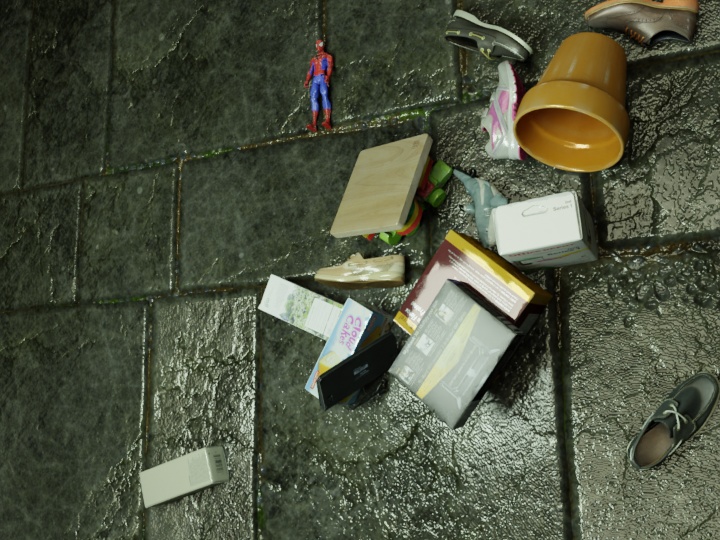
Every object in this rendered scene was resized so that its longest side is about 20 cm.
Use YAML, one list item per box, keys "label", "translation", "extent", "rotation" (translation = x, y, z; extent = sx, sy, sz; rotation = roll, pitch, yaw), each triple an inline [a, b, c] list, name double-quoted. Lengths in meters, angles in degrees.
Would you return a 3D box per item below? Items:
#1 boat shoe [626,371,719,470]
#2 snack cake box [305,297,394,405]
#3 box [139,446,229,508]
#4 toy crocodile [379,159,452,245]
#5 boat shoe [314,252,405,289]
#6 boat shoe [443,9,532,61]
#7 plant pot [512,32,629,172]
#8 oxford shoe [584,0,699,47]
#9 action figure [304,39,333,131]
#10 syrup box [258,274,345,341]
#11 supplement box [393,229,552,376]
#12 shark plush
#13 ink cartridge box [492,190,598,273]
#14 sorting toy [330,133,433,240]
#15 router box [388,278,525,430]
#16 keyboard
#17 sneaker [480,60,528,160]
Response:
- label: "boat shoe"
  translation: [0.520, 0.252, 1.195]
  extent: [0.072, 0.067, 0.201]
  rotation: [44, 100, 26]
- label: "snack cake box"
  translation: [-0.019, 0.165, 1.447]
  extent: [0.066, 0.114, 0.204]
  rotation: [28, 95, 29]
- label: "box"
  translation: [-0.393, 0.459, 1.608]
  extent: [0.197, 0.068, 0.084]
  rotation: [-23, 72, 22]
- label: "toy crocodile"
  translation: [0.111, -0.137, 1.462]
  extent: [0.201, 0.061, 0.068]
  rotation: [-49, 65, 11]
- label: "boat shoe"
  translation: [0.000, 0.000, 1.495]
  extent: [0.195, 0.071, 0.066]
  rotation: [-1, 74, 18]
- label: "boat shoe"
  translation: [0.253, -0.454, 1.441]
  extent: [0.200, 0.071, 0.061]
  rotation: [37, 96, 34]
- label: "plant pot"
  translation: [0.392, -0.310, 1.293]
  extent: [0.196, 0.200, 0.187]
  rotation: [12, 71, 27]
- label: "oxford shoe"
  translation: [0.506, -0.450, 1.316]
  extent: [0.196, 0.071, 0.075]
  rotation: [8, 90, 27]
- label: "action figure"
  translation: [-0.091, -0.419, 1.619]
  extent: [0.064, 0.051, 0.206]
  rotation: [-5, 77, 29]
- label: "syrup box"
  translation: [-0.110, 0.083, 1.524]
  extent: [0.197, 0.081, 0.080]
  rotation: [21, 89, 28]
- label: "supplement box"
  translation: [0.206, 0.070, 1.333]
  extent: [0.196, 0.132, 0.202]
  rotation: [39, 104, 26]
- label: "shark plush"
  translation: [0.225, -0.137, 1.388]
  extent: [0.082, 0.091, 0.202]
  rotation: [-32, 65, 6]
- label: "ink cartridge box"
  translation: [0.327, -0.062, 1.266]
  extent: [0.142, 0.199, 0.086]
  rotation: [-11, 76, 24]
- label: "sorting toy"
  translation: [0.055, -0.151, 1.433]
  extent: [0.197, 0.069, 0.203]
  rotation: [-4, 59, 48]
- label: "router box"
  translation: [0.162, 0.143, 1.244]
  extent: [0.157, 0.052, 0.202]
  rotation: [40, 106, 27]
- label: "keyboard"
  translation: [0.000, 0.210, 1.408]
  extent: [0.020, 0.198, 0.130]
  rotation: [23, 132, 47]
- label: "sneaker"
  translation: [0.272, -0.308, 1.400]
  extent: [0.086, 0.081, 0.205]
  rotation: [-6, 74, 29]
